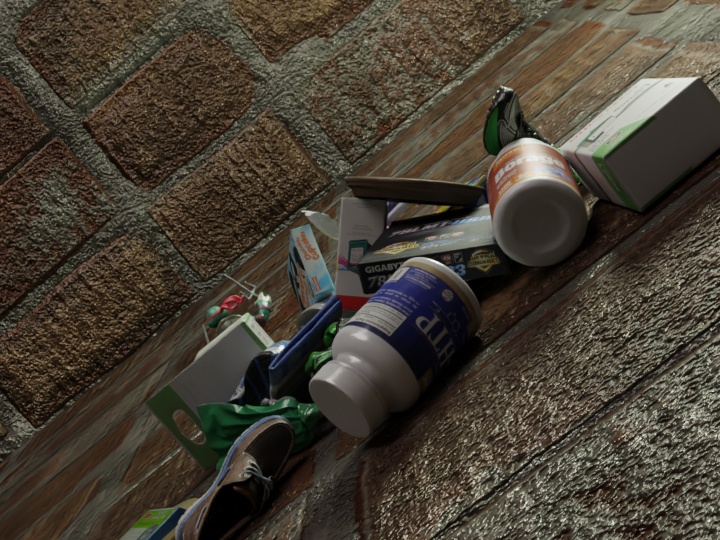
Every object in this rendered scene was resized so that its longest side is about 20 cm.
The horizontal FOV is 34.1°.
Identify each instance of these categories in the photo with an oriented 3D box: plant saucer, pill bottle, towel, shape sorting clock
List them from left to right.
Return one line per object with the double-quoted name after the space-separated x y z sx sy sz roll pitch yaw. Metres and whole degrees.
-0.291 0.372 1.555 0.200 0.039 0.200 -39 8 7 "shape sorting clock"
-0.075 0.129 1.589 0.147 0.024 0.200 -46 -20 -25 "towel"
0.037 0.090 1.341 0.200 0.120 0.120 -46 12 -28 "pill bottle"
0.076 -0.111 1.666 0.199 0.030 0.200 4 2 0 "plant saucer"
0.212 -0.093 1.447 0.112 0.112 0.200 -37 18 17 "pill bottle"

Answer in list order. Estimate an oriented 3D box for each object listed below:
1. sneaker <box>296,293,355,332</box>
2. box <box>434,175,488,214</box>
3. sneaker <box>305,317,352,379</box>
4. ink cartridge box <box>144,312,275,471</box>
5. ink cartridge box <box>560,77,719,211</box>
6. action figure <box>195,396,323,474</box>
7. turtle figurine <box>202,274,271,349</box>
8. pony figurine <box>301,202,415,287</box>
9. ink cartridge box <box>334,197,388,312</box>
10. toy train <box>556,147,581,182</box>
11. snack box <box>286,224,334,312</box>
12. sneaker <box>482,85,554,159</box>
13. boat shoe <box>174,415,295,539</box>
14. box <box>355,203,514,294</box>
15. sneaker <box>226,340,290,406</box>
-0.014 0.060 1.837 0.200 0.071 0.080 -25 11 33 "sneaker"
0.131 -0.051 1.746 0.200 0.070 0.064 -45 12 -25 "box"
0.006 0.079 1.507 0.200 0.085 0.078 -46 -16 -36 "sneaker"
-0.197 0.181 1.734 0.200 0.146 0.048 -38 10 12 "ink cartridge box"
0.336 -0.154 1.398 0.146 0.084 0.200 -40 10 1 "ink cartridge box"
-0.119 0.206 1.527 0.199 0.119 0.055 -20 9 39 "action figure"
-0.180 0.113 1.793 0.150 0.200 0.101 -41 2 5 "turtle figurine"
0.018 -0.048 1.907 0.200 0.193 0.166 -43 51 -9 "pony figurine"
0.000 0.000 1.699 0.067 0.202 0.116 4 -1 3 "ink cartridge box"
0.267 -0.136 1.654 0.200 0.056 0.042 -29 13 51 "toy train"
-0.083 0.016 1.928 0.037 0.117 0.200 -19 -17 -12 "snack box"
0.223 -0.171 1.571 0.085 0.200 0.078 8 59 31 "sneaker"
-0.138 0.263 1.410 0.200 0.072 0.072 -54 19 -17 "boat shoe"
0.115 -0.035 1.562 0.199 0.050 0.199 -9 18 20 "box"
-0.142 0.181 1.673 0.200 0.076 0.077 -55 -5 31 "sneaker"
